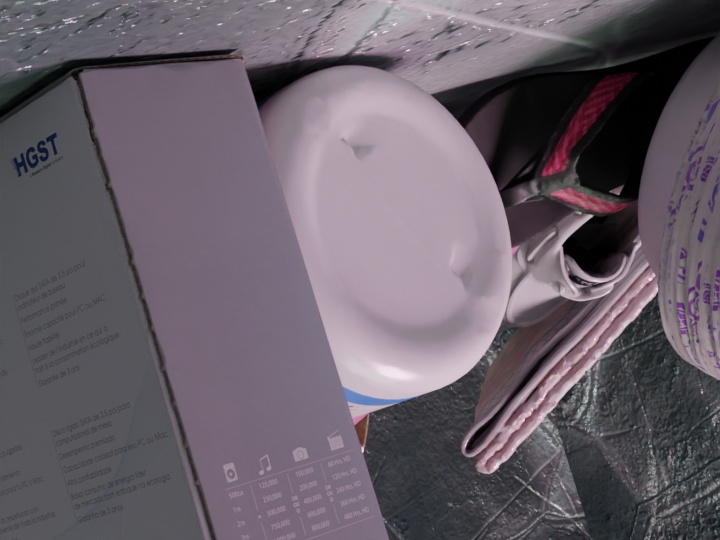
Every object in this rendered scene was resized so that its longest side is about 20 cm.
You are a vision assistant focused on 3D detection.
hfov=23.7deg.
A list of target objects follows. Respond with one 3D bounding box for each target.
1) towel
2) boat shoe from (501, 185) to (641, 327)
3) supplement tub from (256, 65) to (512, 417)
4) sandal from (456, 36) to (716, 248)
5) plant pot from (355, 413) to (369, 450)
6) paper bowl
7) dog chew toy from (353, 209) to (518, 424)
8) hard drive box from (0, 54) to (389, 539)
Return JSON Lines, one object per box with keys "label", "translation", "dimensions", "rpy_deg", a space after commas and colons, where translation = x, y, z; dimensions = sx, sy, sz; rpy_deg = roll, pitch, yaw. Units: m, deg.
{"label": "towel", "translation": [0.142, 0.026, 1.106], "dimensions": [0.200, 0.032, 0.191], "rpy_deg": [-50, -179, 18]}
{"label": "boat shoe", "translation": [0.122, -0.016, 0.983], "dimensions": [0.073, 0.065, 0.200], "rpy_deg": [-5, 146, -20]}
{"label": "supplement tub", "translation": [-0.048, 0.007, 0.710], "dimensions": [0.132, 0.132, 0.200], "rpy_deg": [-12, 173, -44]}
{"label": "sandal", "translation": [0.119, -0.062, 0.806], "dimensions": [0.200, 0.075, 0.045], "rpy_deg": [-22, -154, -22]}
{"label": "plant pot", "translation": [-0.129, 0.070, 0.978], "dimensions": [0.200, 0.188, 0.187], "rpy_deg": [6, 162, -36]}
{"label": "paper bowl", "translation": [0.206, -0.041, 0.798], "dimensions": [0.104, 0.201, 0.200], "rpy_deg": [28, -154, 36]}
{"label": "dog chew toy", "translation": [0.000, 0.000, 0.861], "dimensions": [0.200, 0.125, 0.124], "rpy_deg": [-36, 168, 19]}
{"label": "hard drive box", "translation": [-0.086, 0.045, 0.608], "dimensions": [0.077, 0.201, 0.156], "rpy_deg": [-12, 173, -44]}
